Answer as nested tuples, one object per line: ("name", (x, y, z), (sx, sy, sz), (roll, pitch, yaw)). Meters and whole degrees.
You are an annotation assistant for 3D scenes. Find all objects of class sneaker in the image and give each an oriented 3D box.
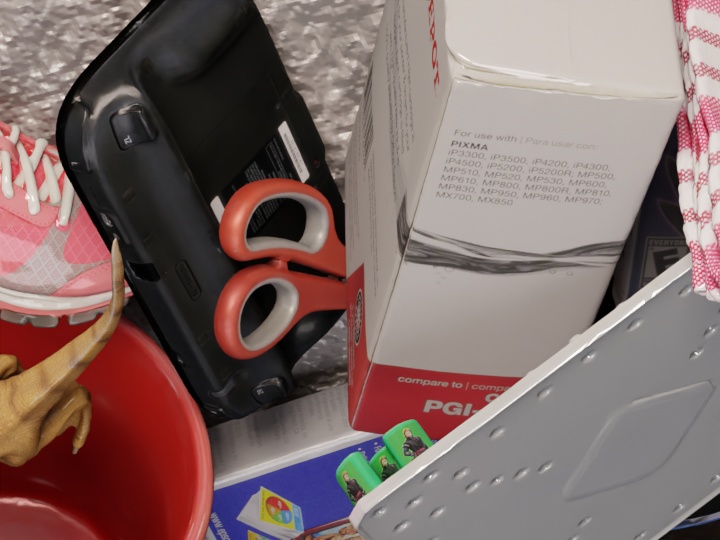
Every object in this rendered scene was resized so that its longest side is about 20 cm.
("sneaker", (-0.161, -0.035, 0.955), (0.200, 0.074, 0.087), (5, 137, -7))

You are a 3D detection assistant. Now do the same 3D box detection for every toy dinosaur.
("toy dinosaur", (-0.140, 0.057, 0.945), (0.200, 0.106, 0.060), (-37, 92, 16))

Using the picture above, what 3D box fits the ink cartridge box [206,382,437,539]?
("ink cartridge box", (0.033, 0.120, 1.153), (0.200, 0.047, 0.198), (-19, 136, 3))

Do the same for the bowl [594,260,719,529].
("bowl", (0.137, 0.038, 1.037), (0.200, 0.039, 0.201), (-6, 131, -7))

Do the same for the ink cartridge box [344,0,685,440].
("ink cartridge box", (0.050, -0.051, 0.878), (0.083, 0.147, 0.200), (6, 140, -8))

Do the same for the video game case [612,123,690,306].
("video game case", (0.207, -0.059, 0.925), (0.200, 0.023, 0.183), (-1, 126, -6))

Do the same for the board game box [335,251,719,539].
("board game box", (0.099, 0.056, 0.898), (0.200, 0.026, 0.200), (-37, 151, 1))

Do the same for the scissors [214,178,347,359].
("scissors", (0.000, 0.000, 0.996), (0.014, 0.073, 0.200), (13, -173, 33))

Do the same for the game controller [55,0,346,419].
("game controller", (-0.055, -0.027, 0.952), (0.042, 0.104, 0.200), (16, 148, 31))

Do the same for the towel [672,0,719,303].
("towel", (0.180, -0.074, 0.815), (0.146, 0.200, 0.030), (3, 152, -7))

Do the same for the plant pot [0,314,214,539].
("plant pot", (-0.167, 0.129, 1.069), (0.200, 0.201, 0.177), (3, 148, -3))
